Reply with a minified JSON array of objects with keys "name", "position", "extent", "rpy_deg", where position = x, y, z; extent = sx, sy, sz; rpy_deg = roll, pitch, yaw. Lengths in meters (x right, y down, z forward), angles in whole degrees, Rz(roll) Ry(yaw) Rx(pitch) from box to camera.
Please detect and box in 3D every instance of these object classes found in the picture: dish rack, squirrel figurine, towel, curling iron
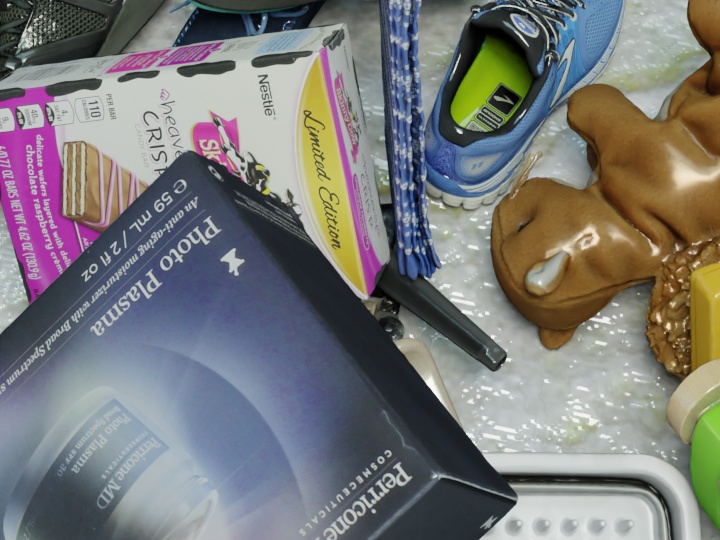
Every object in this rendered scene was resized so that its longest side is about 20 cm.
[{"name":"dish rack","position":[0.072,0.179,0.809],"extent":[0.197,0.044,0.174],"rpy_deg":[1,76,-6]},{"name":"squirrel figurine","position":[0.174,-0.017,0.895],"extent":[0.186,0.142,0.201],"rpy_deg":[-34,69,-7]},{"name":"towel","position":[0.024,-0.113,0.871],"extent":[0.024,0.202,0.146],"rpy_deg":[-4,41,-1]},{"name":"curling iron","position":[0.000,0.000,0.911],"extent":[0.199,0.026,0.050],"rpy_deg":[31,96,21]}]

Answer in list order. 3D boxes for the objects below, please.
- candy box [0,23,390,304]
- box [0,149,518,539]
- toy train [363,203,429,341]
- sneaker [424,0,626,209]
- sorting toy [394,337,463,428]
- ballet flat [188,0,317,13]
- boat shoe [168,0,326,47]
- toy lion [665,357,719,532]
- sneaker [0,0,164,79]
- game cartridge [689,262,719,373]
[{"name":"candy box","position":[-0.094,-0.048,0.871],"extent":[0.198,0.061,0.138],"rpy_deg":[-6,111,17]},{"name":"box","position":[-0.071,0.091,0.751],"extent":[0.200,0.123,0.199],"rpy_deg":[-44,67,8]},{"name":"toy train","position":[-0.001,0.052,0.914],"extent":[0.045,0.034,0.202],"rpy_deg":[11,68,6]},{"name":"sneaker","position":[0.103,-0.132,0.963],"extent":[0.078,0.089,0.201],"rpy_deg":[29,70,9]},{"name":"sorting toy","position":[-0.010,0.158,0.842],"extent":[0.183,0.036,0.202],"rpy_deg":[-22,84,-10]},{"name":"ballet flat","position":[-0.008,-0.194,0.931],"extent":[0.198,0.069,0.069],"rpy_deg":[-8,60,-18]},{"name":"boat shoe","position":[-0.064,-0.174,0.989],"extent":[0.083,0.069,0.201],"rpy_deg":[26,69,10]},{"name":"toy lion","position":[0.262,0.082,0.826],"extent":[0.199,0.192,0.069],"rpy_deg":[-31,50,-5]},{"name":"sneaker","position":[-0.198,-0.144,0.944],"extent":[0.076,0.114,0.200],"rpy_deg":[10,60,45]},{"name":"game cartridge","position":[0.266,0.039,0.854],"extent":[0.198,0.178,0.033],"rpy_deg":[-18,41,-9]}]
